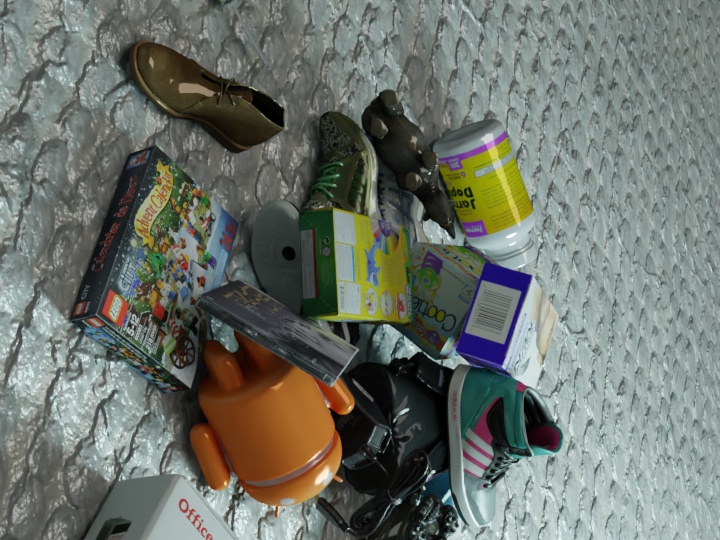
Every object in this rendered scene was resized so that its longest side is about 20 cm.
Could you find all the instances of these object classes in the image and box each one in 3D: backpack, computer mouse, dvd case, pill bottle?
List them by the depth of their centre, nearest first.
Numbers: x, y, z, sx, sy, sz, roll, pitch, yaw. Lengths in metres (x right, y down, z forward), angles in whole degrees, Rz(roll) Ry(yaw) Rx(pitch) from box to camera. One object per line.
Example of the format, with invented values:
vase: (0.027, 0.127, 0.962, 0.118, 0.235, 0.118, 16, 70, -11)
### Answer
dvd case: (-0.077, 0.057, 1.259, 0.016, 0.148, 0.200, -60, 177, 6)
computer mouse: (-0.022, 0.190, 1.387, 0.200, 0.141, 0.046, 42, 19, 15)
backpack: (0.055, 0.171, 1.480, 0.200, 0.126, 0.168, -3, 94, -58)
pill bottle: (0.180, -0.102, 1.776, 0.104, 0.104, 0.201, -41, 113, -53)

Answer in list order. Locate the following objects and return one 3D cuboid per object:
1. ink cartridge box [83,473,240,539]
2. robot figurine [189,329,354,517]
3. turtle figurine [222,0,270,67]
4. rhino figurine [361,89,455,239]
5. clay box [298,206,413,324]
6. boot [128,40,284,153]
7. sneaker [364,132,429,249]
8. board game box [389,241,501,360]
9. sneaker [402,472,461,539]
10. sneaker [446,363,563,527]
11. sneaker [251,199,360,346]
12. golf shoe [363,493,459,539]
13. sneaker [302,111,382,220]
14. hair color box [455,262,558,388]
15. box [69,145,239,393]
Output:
ink cartridge box: (-0.188, 0.301, 1.111, 0.147, 0.083, 0.200, 57, 39, -29)
robot figurine: (-0.088, 0.150, 1.277, 0.144, 0.116, 0.201, -51, 124, -49)
turtle figurine: (-0.117, -0.363, 1.387, 0.193, 0.143, 0.201, 19, 61, -48)
rhino figurine: (0.065, -0.123, 1.523, 0.201, 0.060, 0.087, 58, -3, -10)
clay box: (0.000, 0.000, 1.407, 0.200, 0.047, 0.116, 12, 74, -64)
boot: (-0.156, -0.190, 1.332, 0.200, 0.075, 0.074, 28, 59, -48)
sneaker: (0.031, -0.072, 1.571, 0.088, 0.075, 0.201, -28, 102, -55)
board game box: (0.118, 0.036, 1.577, 0.105, 0.103, 0.200, 37, 14, 21)
sneaker: (0.089, 0.301, 1.543, 0.081, 0.076, 0.201, 58, 43, -41)
sneaker: (0.168, 0.205, 1.436, 0.084, 0.120, 0.201, -37, 127, -54)
sneaker: (-0.055, 0.004, 1.430, 0.112, 0.073, 0.201, -43, 122, -57)
golf shoe: (0.031, 0.341, 1.437, 0.078, 0.094, 0.200, 47, 69, -19)
sneaker: (-0.028, -0.092, 1.503, 0.088, 0.077, 0.201, -5, 79, -40)
hair color box: (0.175, 0.072, 1.488, 0.200, 0.065, 0.110, 41, 67, -69)
box: (-0.195, -0.001, 1.242, 0.137, 0.038, 0.201, 45, 45, -40)
